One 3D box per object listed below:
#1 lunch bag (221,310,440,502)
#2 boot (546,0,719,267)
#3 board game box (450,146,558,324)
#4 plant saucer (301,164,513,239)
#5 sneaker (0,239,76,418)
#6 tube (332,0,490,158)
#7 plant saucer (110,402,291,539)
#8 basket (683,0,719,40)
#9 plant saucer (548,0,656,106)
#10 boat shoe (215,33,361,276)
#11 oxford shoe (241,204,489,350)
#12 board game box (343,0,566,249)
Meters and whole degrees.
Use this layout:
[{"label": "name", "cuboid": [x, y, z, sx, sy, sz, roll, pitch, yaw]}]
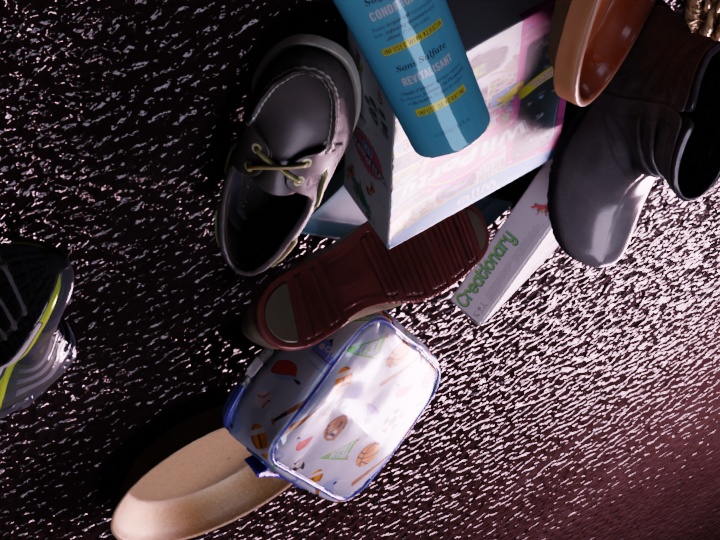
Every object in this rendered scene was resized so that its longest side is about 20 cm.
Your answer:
[{"label": "lunch bag", "cuboid": [-0.024, 0.099, 1.687, 0.161, 0.075, 0.200, -51, 152, -1]}, {"label": "boot", "cuboid": [0.188, -0.073, 1.428, 0.069, 0.132, 0.201, -1, 116, -21]}, {"label": "board game box", "cuboid": [0.149, -0.056, 1.612, 0.126, 0.035, 0.200, -43, 170, -43]}, {"label": "plant saucer", "cuboid": [0.032, -0.045, 1.589, 0.070, 0.019, 0.199, -43, 153, 26]}, {"label": "sneaker", "cuboid": [-0.224, 0.037, 1.426, 0.081, 0.074, 0.200, -19, 162, -35]}, {"label": "tube", "cuboid": [0.016, -0.159, 1.242, 0.077, 0.050, 0.201, -31, 121, -5]}, {"label": "plant saucer", "cuboid": [-0.122, 0.160, 1.792, 0.199, 0.036, 0.201, -24, 155, -12]}, {"label": "basket", "cuboid": [0.329, -0.184, 1.587, 0.143, 0.148, 0.200, -57, 162, -18]}, {"label": "plant saucer", "cuboid": [0.163, -0.198, 1.318, 0.201, 0.032, 0.201, -59, 167, -23]}, {"label": "boat shoe", "cuboid": [-0.048, -0.069, 1.376, 0.071, 0.061, 0.202, 19, 145, -2]}, {"label": "oxford shoe", "cuboid": [0.000, 0.000, 1.568, 0.199, 0.071, 0.075, -21, -177, -23]}, {"label": "board game box", "cuboid": [0.065, -0.117, 1.412, 0.147, 0.064, 0.200, -29, 157, -15]}]
